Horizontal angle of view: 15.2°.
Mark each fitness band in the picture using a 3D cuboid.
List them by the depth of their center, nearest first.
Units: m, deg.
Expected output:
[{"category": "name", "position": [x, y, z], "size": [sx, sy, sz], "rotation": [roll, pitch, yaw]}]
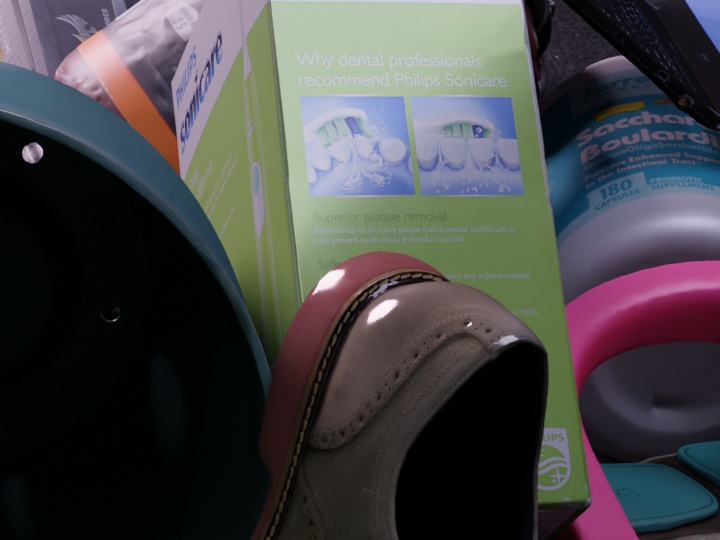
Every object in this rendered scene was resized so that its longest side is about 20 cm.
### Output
[{"category": "fitness band", "position": [0.126, 0.064, 0.823], "size": [0.144, 0.037, 0.200], "rotation": [-10, 37, -9]}]

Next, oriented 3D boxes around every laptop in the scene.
[{"category": "laptop", "position": [0.138, -0.132, 1.066], "size": [0.200, 0.103, 0.177], "rotation": [40, 13, -16]}]

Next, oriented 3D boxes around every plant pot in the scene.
[{"category": "plant pot", "position": [-0.124, 0.028, 0.788], "size": [0.200, 0.201, 0.161], "rotation": [13, 16, -7]}]

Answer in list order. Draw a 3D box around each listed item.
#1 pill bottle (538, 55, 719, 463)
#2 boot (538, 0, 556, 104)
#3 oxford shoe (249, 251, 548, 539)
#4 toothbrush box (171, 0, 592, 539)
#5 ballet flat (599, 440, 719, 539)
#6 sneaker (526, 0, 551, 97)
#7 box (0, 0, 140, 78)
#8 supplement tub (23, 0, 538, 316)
[{"category": "pill bottle", "position": [0.116, -0.015, 1.082], "size": [0.111, 0.111, 0.200], "rotation": [12, 27, -8]}, {"category": "boot", "position": [0.007, -0.118, 1.271], "size": [0.174, 0.069, 0.200], "rotation": [26, 35, 2]}, {"category": "oxford shoe", "position": [0.004, 0.099, 0.699], "size": [0.070, 0.200, 0.075], "rotation": [1, 11, -33]}, {"category": "toothbrush box", "position": [0.000, 0.000, 0.842], "size": [0.086, 0.146, 0.200], "rotation": [-2, 69, -15]}, {"category": "ballet flat", "position": [0.112, 0.095, 0.927], "size": [0.200, 0.062, 0.067], "rotation": [1, 26, -42]}, {"category": "sneaker", "position": [0.047, -0.100, 1.150], "size": [0.095, 0.079, 0.200], "rotation": [58, 12, 16]}, {"category": "box", "position": [-0.089, -0.135, 1.155], "size": [0.158, 0.048, 0.200], "rotation": [-4, 67, -32]}, {"category": "supplement tub", "position": [-0.040, -0.066, 1.006], "size": [0.107, 0.200, 0.107], "rotation": [54, -1, 1]}]
